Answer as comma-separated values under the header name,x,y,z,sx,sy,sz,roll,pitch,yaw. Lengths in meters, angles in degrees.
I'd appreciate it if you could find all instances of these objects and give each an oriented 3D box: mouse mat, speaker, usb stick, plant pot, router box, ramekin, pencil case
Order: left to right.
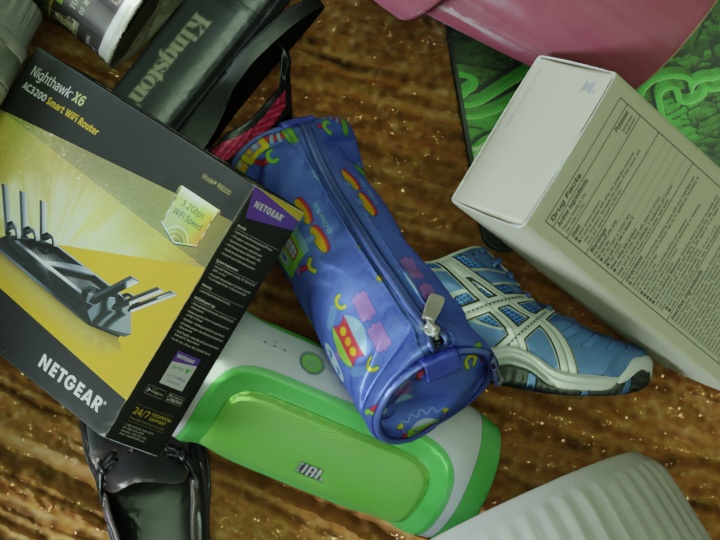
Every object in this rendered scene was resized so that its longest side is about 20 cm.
name,x,y,z,sx,sy,sz,roll,pitch,yaw
router box,-0.148,-0.014,1.182,0.200,0.052,0.158,32,92,37
usb stick,-0.104,-0.125,1.265,0.055,0.033,0.200,36,84,19
speaker,-0.023,0.086,1.220,0.199,0.088,0.089,23,84,-13
pencil case,0.000,0.000,1.186,0.078,0.087,0.200,-17,60,-25
ramekin,0.107,0.181,1.183,0.200,0.200,0.105,-24,79,-6
plant pot,0.112,-0.200,1.219,0.179,0.200,0.200,36,84,-14
mouse mat,0.160,-0.104,1.301,0.199,0.008,0.162,-10,86,-4

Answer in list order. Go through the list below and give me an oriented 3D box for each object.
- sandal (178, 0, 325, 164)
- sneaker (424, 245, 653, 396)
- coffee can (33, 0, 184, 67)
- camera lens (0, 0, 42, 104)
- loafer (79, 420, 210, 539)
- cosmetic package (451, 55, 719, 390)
name,x,y,z,sx,sy,sz,roll,pitch,yaw
sandal,-0.080,-0.076,1.248,0.045,0.075,0.200,38,91,5
sneaker,0.079,0.028,1.248,0.199,0.076,0.077,15,85,-2
coffee can,-0.176,-0.235,1.214,0.200,0.146,0.147,38,84,-1
camera lens,-0.294,-0.103,1.187,0.160,0.160,0.200,34,84,-1
loafer,-0.119,0.136,1.231,0.072,0.063,0.201,-12,87,-7
cosmetic package,0.158,-0.025,1.213,0.200,0.073,0.104,37,82,-34
